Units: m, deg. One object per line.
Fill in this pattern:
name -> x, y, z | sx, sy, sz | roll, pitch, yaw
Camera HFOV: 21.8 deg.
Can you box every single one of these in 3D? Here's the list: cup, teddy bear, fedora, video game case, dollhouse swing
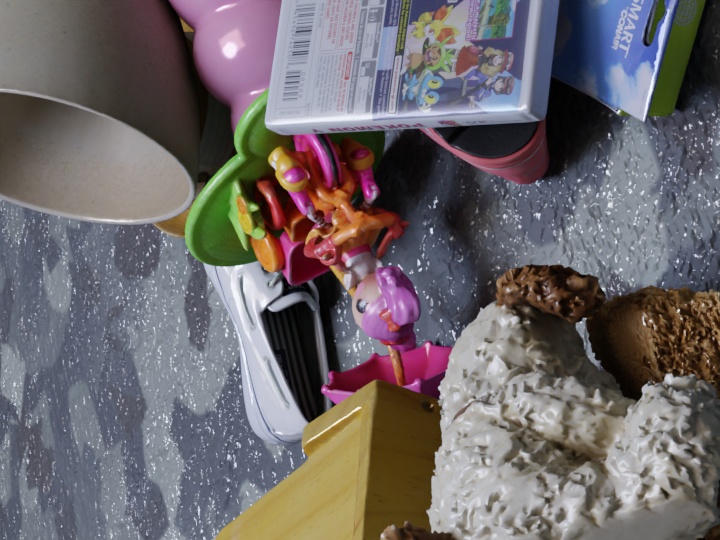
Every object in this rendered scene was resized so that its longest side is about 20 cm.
cup -> -0.196, -0.138, 1.302 | 0.200, 0.200, 0.144 | -21, 51, 54
teddy bear -> 0.177, 0.105, 0.973 | 0.145, 0.067, 0.201 | -42, 62, 59
fedora -> -0.156, -0.121, 1.432 | 0.200, 0.082, 0.201 | -1, 89, 56
video game case -> 0.034, -0.178, 1.059 | 0.182, 0.023, 0.201 | 0, 77, 36
dollhouse swing -> 0.012, 0.201, 1.057 | 0.200, 0.181, 0.176 | -86, 21, -48

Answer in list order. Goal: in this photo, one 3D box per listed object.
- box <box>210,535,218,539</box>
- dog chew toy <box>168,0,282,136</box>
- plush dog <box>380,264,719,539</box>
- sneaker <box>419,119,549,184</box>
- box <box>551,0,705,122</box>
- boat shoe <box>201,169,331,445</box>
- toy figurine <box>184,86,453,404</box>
box -> -0.037, 0.229, 1.233 | 0.200, 0.109, 0.128 | -38, 59, 50
dog chew toy -> -0.064, -0.164, 1.275 | 0.124, 0.124, 0.201 | -22, 80, 54
plush dog -> 0.083, 0.093, 0.944 | 0.172, 0.160, 0.200 | -94, 12, -48
sneaker -> 0.037, -0.114, 1.122 | 0.074, 0.087, 0.200 | -45, 62, -1
box -> 0.127, -0.168, 1.047 | 0.200, 0.048, 0.122 | 37, 120, 51
boat shoe -> -0.055, 0.020, 1.304 | 0.067, 0.073, 0.201 | -17, 88, 54
toy figurine -> 0.000, 0.000, 1.161 | 0.184, 0.150, 0.200 | 55, 158, 23
